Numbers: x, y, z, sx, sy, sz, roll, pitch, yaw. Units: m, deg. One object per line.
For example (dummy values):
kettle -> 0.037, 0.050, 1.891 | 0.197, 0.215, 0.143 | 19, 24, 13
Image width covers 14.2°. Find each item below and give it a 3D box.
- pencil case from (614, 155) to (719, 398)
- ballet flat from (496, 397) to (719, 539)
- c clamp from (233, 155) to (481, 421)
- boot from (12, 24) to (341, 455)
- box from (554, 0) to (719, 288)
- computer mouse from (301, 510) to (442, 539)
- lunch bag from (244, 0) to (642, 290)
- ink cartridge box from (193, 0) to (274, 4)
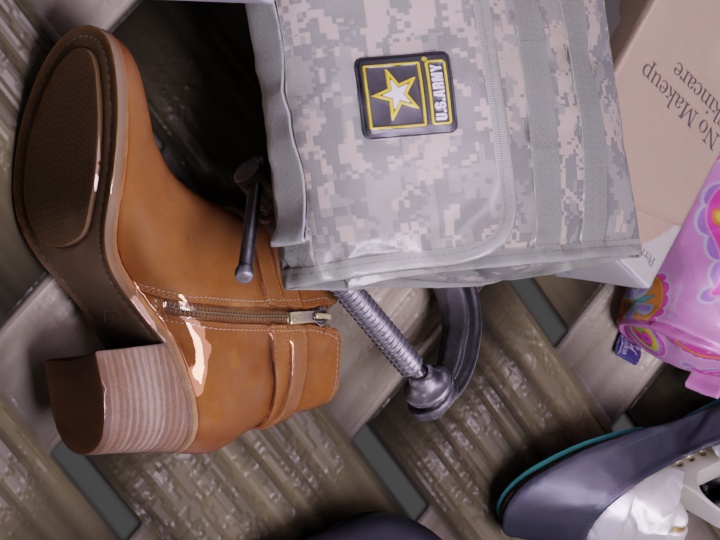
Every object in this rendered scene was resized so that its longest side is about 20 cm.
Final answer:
pencil case -> 0.208, -0.036, 1.556 | 0.087, 0.087, 0.201 | 30, 77, -36
ballet flat -> 0.165, 0.114, 1.539 | 0.199, 0.073, 0.073 | -17, 105, -36
c clamp -> 0.000, 0.000, 1.392 | 0.200, 0.027, 0.171 | 46, 33, -36
boot -> -0.075, -0.016, 1.349 | 0.155, 0.077, 0.201 | -8, 91, -43
box -> 0.142, -0.099, 1.500 | 0.095, 0.078, 0.201 | 38, 72, -34
computer mouse -> -0.016, 0.179, 1.396 | 0.200, 0.053, 0.139 | -32, 77, -36
lunch bag -> 0.029, -0.075, 1.336 | 0.200, 0.117, 0.165 | -4, 84, -50
ink cartridge box -> -0.138, -0.185, 1.234 | 0.199, 0.144, 0.085 | 21, 84, -36
